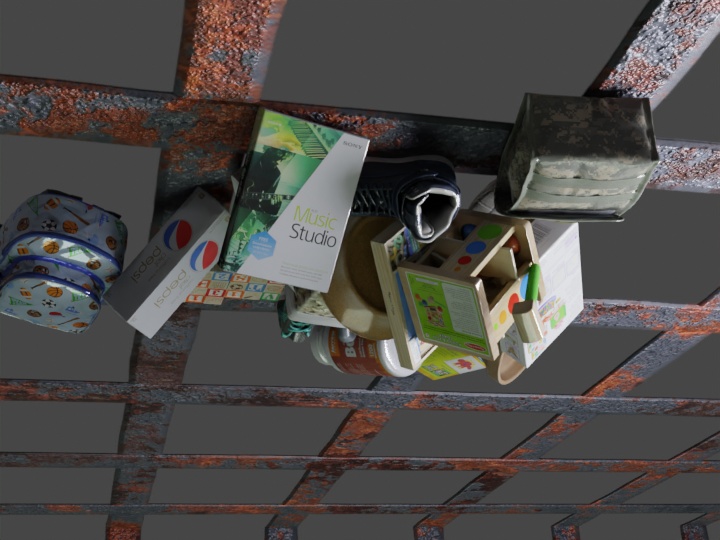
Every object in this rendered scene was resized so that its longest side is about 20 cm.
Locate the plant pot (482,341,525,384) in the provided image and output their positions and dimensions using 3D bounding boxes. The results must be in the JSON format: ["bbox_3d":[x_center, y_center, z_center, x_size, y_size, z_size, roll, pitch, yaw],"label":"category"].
[{"bbox_3d":[0.246,0.078,1.752,0.092,0.202,0.201,31,167,24],"label":"plant pot"}]

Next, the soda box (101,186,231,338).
[{"bbox_3d":[-0.252,-0.011,1.444,0.201,0.063,0.068,-50,150,-6],"label":"soda box"}]

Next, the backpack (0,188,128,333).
[{"bbox_3d":[-0.413,-0.015,1.462,0.198,0.156,0.191,15,139,-28],"label":"backpack"}]

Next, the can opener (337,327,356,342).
[{"bbox_3d":[-0.013,0.064,1.681,0.052,0.068,0.200,-1,-170,18],"label":"can opener"}]

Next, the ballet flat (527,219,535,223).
[{"bbox_3d":[0.229,-0.016,1.635,0.068,0.064,0.200,5,153,-16],"label":"ballet flat"}]

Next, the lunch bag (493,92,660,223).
[{"bbox_3d":[0.265,-0.123,1.349,0.161,0.119,0.201,2,153,-4],"label":"lunch bag"}]

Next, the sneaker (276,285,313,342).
[{"bbox_3d":[-0.091,0.067,1.669,0.076,0.093,0.200,2,175,-11],"label":"sneaker"}]

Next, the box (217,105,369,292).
[{"bbox_3d":[-0.082,-0.084,1.308,0.142,0.203,0.036,12,-172,-23],"label":"box"}]

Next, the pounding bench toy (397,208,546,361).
[{"bbox_3d":[0.180,0.016,1.378,0.198,0.156,0.125,13,134,39],"label":"pounding bench toy"}]

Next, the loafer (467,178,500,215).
[{"bbox_3d":[0.180,-0.078,1.512,0.071,0.063,0.201,30,129,-9],"label":"loafer"}]

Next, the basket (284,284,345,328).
[{"bbox_3d":[0.000,0.000,1.554,0.197,0.137,0.123,8,150,-25],"label":"basket"}]

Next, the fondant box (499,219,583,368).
[{"bbox_3d":[0.263,0.027,1.581,0.058,0.144,0.201,31,152,36],"label":"fondant box"}]

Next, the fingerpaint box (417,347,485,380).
[{"bbox_3d":[0.155,0.120,1.897,0.165,0.074,0.199,-16,152,27],"label":"fingerpaint box"}]

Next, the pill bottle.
[{"bbox_3d":[0.009,0.119,1.794,0.111,0.114,0.198,20,165,-40],"label":"pill bottle"}]

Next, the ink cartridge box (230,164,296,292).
[{"bbox_3d":[-0.112,-0.059,1.443,0.050,0.109,0.201,-40,160,-15],"label":"ink cartridge box"}]

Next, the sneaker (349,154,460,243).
[{"bbox_3d":[0.030,-0.088,1.352,0.199,0.147,0.078,-10,118,2],"label":"sneaker"}]

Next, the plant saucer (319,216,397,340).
[{"bbox_3d":[0.029,-0.007,1.461,0.198,0.203,0.035,12,164,-30],"label":"plant saucer"}]

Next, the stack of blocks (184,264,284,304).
[{"bbox_3d":[-0.216,0.002,1.615,0.197,0.059,0.115,4,154,-16],"label":"stack of blocks"}]

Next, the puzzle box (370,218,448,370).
[{"bbox_3d":[0.081,0.016,1.435,0.025,0.133,0.202,12,129,38],"label":"puzzle box"}]
